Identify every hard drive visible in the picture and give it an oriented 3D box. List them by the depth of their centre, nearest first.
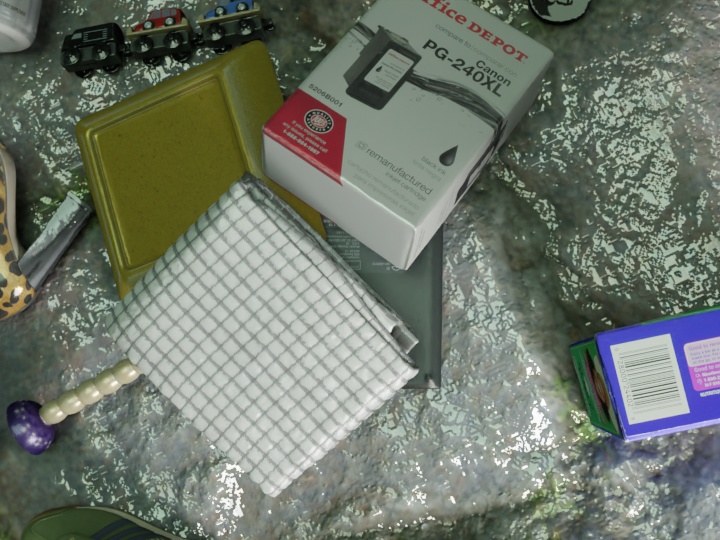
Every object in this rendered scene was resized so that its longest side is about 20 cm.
[{"bbox_3d":[0.000,0.000,0.807,0.139,0.033,0.200,1,84,8],"label":"hard drive"}]

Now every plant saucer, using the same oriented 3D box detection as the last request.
[{"bbox_3d":[-0.151,-0.079,0.810,0.200,0.048,0.200,-21,79,15],"label":"plant saucer"}]

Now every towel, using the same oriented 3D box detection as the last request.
[{"bbox_3d":[-0.072,0.048,0.739,0.166,0.086,0.200,-44,97,9],"label":"towel"}]

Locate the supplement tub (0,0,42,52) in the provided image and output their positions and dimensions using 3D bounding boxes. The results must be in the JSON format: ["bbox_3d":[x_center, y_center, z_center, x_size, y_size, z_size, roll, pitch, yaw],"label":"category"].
[{"bbox_3d":[-0.335,-0.307,0.840,0.122,0.123,0.200,8,86,9],"label":"supplement tub"}]

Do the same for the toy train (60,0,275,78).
[{"bbox_3d":[-0.175,-0.213,0.854,0.200,0.034,0.046,-7,71,8],"label":"toy train"}]

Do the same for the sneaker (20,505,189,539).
[{"bbox_3d":[-0.201,0.243,0.781,0.200,0.090,0.067,12,87,9],"label":"sneaker"}]

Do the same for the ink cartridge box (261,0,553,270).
[{"bbox_3d":[0.037,-0.126,0.756,0.145,0.083,0.200,34,70,10],"label":"ink cartridge box"}]

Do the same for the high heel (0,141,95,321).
[{"bbox_3d":[-0.356,-0.053,0.840,0.200,0.071,0.143,35,84,1],"label":"high heel"}]

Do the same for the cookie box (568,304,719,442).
[{"bbox_3d":[0.248,0.066,0.681,0.171,0.200,0.075,-13,81,6],"label":"cookie box"}]

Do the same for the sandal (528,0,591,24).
[{"bbox_3d":[0.171,-0.313,0.808,0.075,0.045,0.200,-3,84,8],"label":"sandal"}]

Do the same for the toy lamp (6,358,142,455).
[{"bbox_3d":[-0.207,0.089,0.815,0.200,0.058,0.058,-31,81,3],"label":"toy lamp"}]
